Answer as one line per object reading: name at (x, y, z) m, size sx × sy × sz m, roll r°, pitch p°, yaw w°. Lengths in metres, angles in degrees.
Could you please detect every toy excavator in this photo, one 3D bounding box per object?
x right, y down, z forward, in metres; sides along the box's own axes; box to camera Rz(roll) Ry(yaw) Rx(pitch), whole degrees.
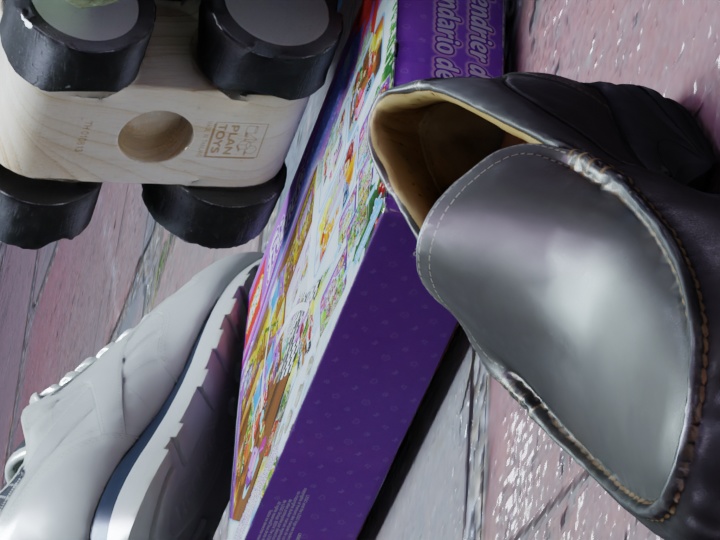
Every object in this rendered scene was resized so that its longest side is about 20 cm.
toy excavator at (-0.053, -0.114, 0.993) m, size 0.100 × 0.194 × 0.200 m, roll 113°, pitch 151°, yaw -47°

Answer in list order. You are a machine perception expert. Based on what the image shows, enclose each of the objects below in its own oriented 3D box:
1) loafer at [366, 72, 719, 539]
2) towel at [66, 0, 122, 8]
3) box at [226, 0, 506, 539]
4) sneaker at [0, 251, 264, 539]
loafer at (0.045, 0.005, 0.613) m, size 0.200 × 0.072 × 0.073 m, roll -117°, pitch 41°, yaw -72°
towel at (-0.024, -0.165, 0.915) m, size 0.200 × 0.148 × 0.037 m, roll -80°, pitch -30°, yaw -47°
box at (0.000, 0.000, 0.926) m, size 0.200 × 0.039 × 0.137 m, roll 113°, pitch 165°, yaw -46°
sneaker at (-0.081, 0.051, 1.047) m, size 0.200 × 0.080 × 0.077 m, roll -56°, pitch -39°, yaw -55°
